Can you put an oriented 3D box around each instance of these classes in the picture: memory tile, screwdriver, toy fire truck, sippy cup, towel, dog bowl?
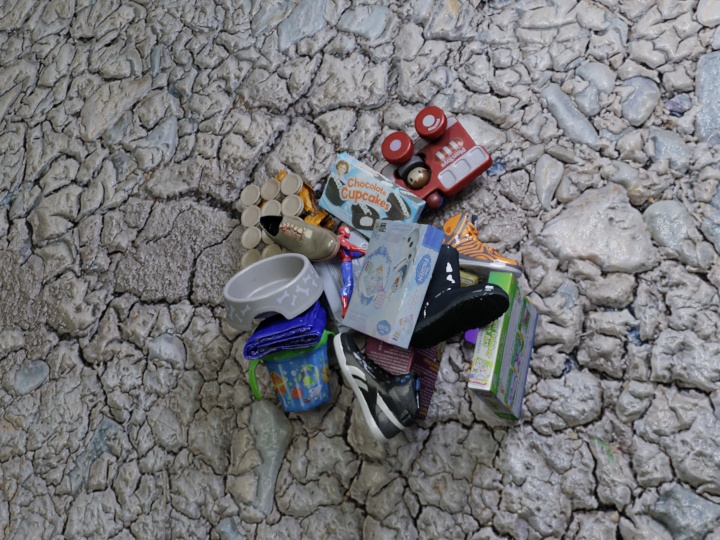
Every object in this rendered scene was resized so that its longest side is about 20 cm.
[{"bbox_3d":[-0.183,-0.099,1.831,0.151,0.017,0.204,-13,65,23],"label":"memory tile"},{"bbox_3d":[0.108,-0.102,1.769,0.199,0.028,0.029,-36,29,10],"label":"screwdriver"},{"bbox_3d":[0.143,-0.210,1.744,0.199,0.112,0.169,-36,57,6],"label":"toy fire truck"},{"bbox_3d":[-0.114,0.191,1.665,0.175,0.140,0.133,-13,99,9],"label":"sippy cup"},{"bbox_3d":[-0.137,0.106,1.635,0.145,0.200,0.050,-13,98,4],"label":"towel"},{"bbox_3d":[-0.171,0.035,1.667,0.197,0.059,0.201,-17,23,7],"label":"dog bowl"}]

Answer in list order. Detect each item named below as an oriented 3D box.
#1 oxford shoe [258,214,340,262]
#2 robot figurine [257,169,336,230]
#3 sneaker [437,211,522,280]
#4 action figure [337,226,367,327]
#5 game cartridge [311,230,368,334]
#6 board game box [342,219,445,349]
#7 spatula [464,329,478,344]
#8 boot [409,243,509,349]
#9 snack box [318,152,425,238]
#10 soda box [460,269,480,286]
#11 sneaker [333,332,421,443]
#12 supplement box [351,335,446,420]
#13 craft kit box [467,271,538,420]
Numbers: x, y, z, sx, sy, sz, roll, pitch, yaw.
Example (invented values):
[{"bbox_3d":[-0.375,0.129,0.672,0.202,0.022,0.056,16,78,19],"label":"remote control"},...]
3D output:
[{"bbox_3d":[-0.124,-0.065,1.717,0.198,0.074,0.072,14,81,41],"label":"oxford shoe"},{"bbox_3d":[-0.132,-0.123,1.860,0.145,0.058,0.200,-49,58,-2],"label":"robot figurine"},{"bbox_3d":[0.221,-0.051,1.664,0.197,0.078,0.114,13,75,27],"label":"sneaker"},{"bbox_3d":[0.000,0.000,1.688,0.097,0.066,0.203,-9,63,-1],"label":"action figure"},{"bbox_3d":[-0.015,0.022,1.730,0.131,0.041,0.202,-18,64,-9],"label":"game cartridge"},{"bbox_3d":[0.053,0.018,1.510,0.199,0.043,0.202,14,84,66],"label":"board game box"},{"bbox_3d":[0.169,0.097,1.656,0.197,0.021,0.057,15,80,29],"label":"spatula"},{"bbox_3d":[0.154,0.021,1.464,0.199,0.076,0.170,-30,42,34],"label":"boot"},{"bbox_3d":[0.021,-0.133,1.744,0.198,0.037,0.118,33,117,17],"label":"snack box"},{"bbox_3d":[0.119,0.019,1.652,0.197,0.064,0.069,16,103,17],"label":"soda box"},{"bbox_3d":[0.039,0.178,1.499,0.111,0.073,0.202,-30,72,12],"label":"sneaker"},{"bbox_3d":[0.079,0.153,1.597,0.102,0.131,0.203,11,78,28],"label":"supplement box"},{"bbox_3d":[0.247,0.133,1.503,0.048,0.198,0.203,6,70,24],"label":"craft kit box"}]
